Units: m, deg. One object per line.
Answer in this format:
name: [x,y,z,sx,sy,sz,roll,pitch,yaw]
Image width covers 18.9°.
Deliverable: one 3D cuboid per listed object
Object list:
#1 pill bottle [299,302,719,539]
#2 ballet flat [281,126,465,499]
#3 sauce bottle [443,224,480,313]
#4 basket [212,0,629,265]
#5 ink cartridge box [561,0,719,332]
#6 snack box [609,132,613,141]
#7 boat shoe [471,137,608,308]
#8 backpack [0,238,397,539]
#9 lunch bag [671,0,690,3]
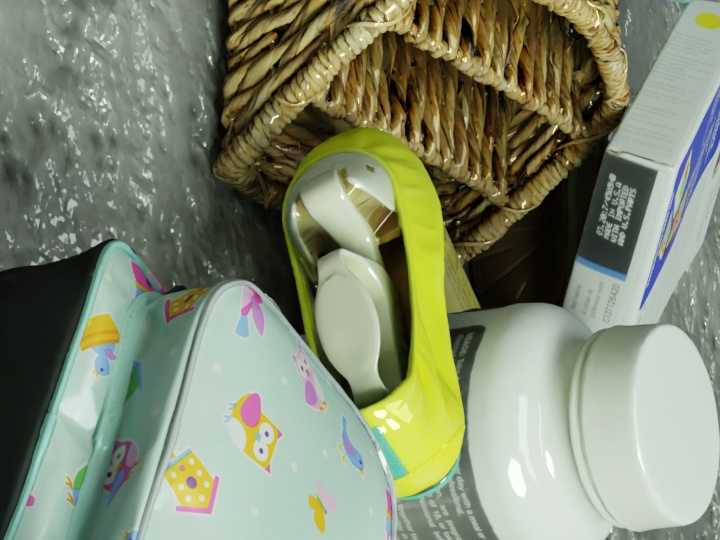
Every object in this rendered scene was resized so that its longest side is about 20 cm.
pill bottle: [0.045,0.073,0.916,0.111,0.199,0.111,19,67,-54]
ballet flat: [0.000,0.000,0.874,0.067,0.067,0.200,48,23,-44]
sauce bottle: [0.029,0.034,1.020,0.200,0.064,0.065,66,33,-43]
basket: [0.042,-0.095,1.011,0.200,0.142,0.150,26,60,-53]
ink cartridge box: [0.156,-0.037,1.149,0.200,0.047,0.198,-58,163,-47]
snack box: [0.098,-0.119,1.217,0.072,0.024,0.201,-53,126,-48]
boat shoe: [0.098,-0.072,1.163,0.064,0.071,0.201,6,91,-65]
backpack: [-0.073,0.104,0.772,0.200,0.153,0.176,56,36,-47]
lunch bag: [0.103,-0.224,1.044,0.200,0.170,0.122,106,-10,-67]
